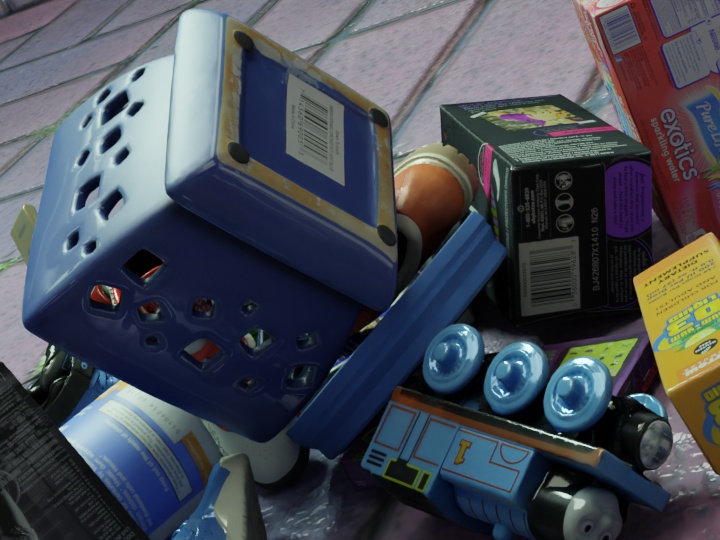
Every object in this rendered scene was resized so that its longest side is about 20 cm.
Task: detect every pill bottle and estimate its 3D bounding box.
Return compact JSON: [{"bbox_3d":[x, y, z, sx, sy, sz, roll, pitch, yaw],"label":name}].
[{"bbox_3d":[-0.198,0.171,1.170,0.200,0.112,0.112,-39,24,-32],"label":"pill bottle"}]

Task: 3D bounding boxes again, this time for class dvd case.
[{"bbox_3d":[-0.221,0.177,1.081,0.149,0.200,0.016,-40,0,-33],"label":"dvd case"}]

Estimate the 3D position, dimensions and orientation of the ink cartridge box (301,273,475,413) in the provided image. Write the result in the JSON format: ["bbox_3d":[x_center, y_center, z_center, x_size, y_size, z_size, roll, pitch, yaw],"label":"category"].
[{"bbox_3d":[-0.016,0.067,1.315,0.199,0.037,0.095,-29,20,-15],"label":"ink cartridge box"}]

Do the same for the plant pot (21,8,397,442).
[{"bbox_3d":[-0.084,-0.038,1.110,0.180,0.199,0.201,-42,33,34],"label":"plant pot"}]

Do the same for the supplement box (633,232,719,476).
[{"bbox_3d":[0.216,0.046,1.027,0.066,0.069,0.200,-31,16,12],"label":"supplement box"}]

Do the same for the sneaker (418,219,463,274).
[{"bbox_3d":[0.027,-0.027,1.336,0.082,0.071,0.200,-3,4,-13],"label":"sneaker"}]

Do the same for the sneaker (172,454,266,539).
[{"bbox_3d":[-0.118,0.187,1.061,0.111,0.077,0.200,-10,29,4],"label":"sneaker"}]

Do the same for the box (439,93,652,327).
[{"bbox_3d":[0.133,-0.050,1.264,0.106,0.123,0.200,-7,18,-10],"label":"box"}]

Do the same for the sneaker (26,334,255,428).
[{"bbox_3d":[-0.184,0.085,1.302,0.200,0.111,0.077,-35,24,14],"label":"sneaker"}]

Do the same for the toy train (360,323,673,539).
[{"bbox_3d":[0.095,0.105,1.006,0.200,0.087,0.115,14,76,50],"label":"toy train"}]

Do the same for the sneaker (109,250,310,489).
[{"bbox_3d":[-0.114,0.063,1.210,0.067,0.108,0.202,-36,61,12],"label":"sneaker"}]

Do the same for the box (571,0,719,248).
[{"bbox_3d":[0.240,-0.130,1.251,0.102,0.201,0.095,-25,21,4],"label":"box"}]

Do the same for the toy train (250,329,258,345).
[{"bbox_3d":[-0.024,0.020,1.434,0.056,0.042,0.200,13,43,43],"label":"toy train"}]

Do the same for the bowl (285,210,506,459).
[{"bbox_3d":[0.027,0.048,1.163,0.201,0.039,0.201,-49,-2,-2],"label":"bowl"}]

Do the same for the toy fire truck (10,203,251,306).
[{"bbox_3d":[-0.188,0.000,1.382,0.176,0.199,0.129,-59,11,20],"label":"toy fire truck"}]

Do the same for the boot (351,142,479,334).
[{"bbox_3d":[0.000,0.000,1.224,0.200,0.075,0.107,-51,4,42],"label":"boot"}]

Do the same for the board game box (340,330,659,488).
[{"bbox_3d":[0.095,0.094,1.136,0.199,0.032,0.120,-10,22,37],"label":"board game box"}]
